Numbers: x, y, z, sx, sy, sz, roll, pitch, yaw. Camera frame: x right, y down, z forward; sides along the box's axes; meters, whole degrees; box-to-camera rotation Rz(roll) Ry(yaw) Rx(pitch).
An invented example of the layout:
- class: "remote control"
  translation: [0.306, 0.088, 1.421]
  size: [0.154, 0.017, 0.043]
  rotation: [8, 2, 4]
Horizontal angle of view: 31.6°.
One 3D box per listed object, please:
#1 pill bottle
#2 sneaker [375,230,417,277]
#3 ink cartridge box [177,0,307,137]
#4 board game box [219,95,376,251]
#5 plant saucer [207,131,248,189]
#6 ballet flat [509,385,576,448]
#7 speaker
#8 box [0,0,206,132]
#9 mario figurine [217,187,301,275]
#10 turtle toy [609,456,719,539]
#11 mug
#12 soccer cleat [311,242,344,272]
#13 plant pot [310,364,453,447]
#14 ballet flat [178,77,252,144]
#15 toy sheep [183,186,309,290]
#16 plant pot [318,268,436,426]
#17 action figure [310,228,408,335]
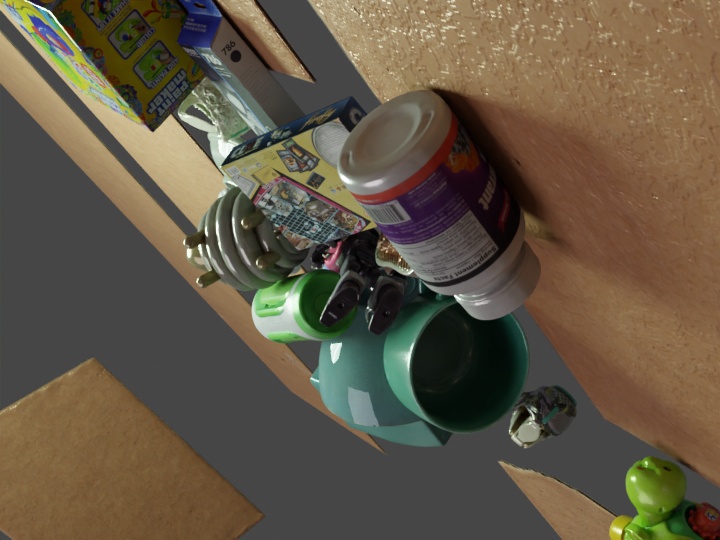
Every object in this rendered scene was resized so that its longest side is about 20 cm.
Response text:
- class: "pill bottle"
  translation: [0.077, -0.050, 1.119]
  size: [0.200, 0.112, 0.111]
  rotation: [49, 166, -32]
- class: "sneaker"
  translation: [0.070, -0.021, 1.333]
  size: [0.079, 0.072, 0.200]
  rotation: [18, -171, -15]
- class: "ink cartridge box"
  translation: [-0.135, -0.216, 1.396]
  size: [0.200, 0.039, 0.099]
  rotation: [50, 167, -29]
- class: "board game box"
  translation: [-0.039, -0.096, 1.329]
  size: [0.199, 0.035, 0.136]
  rotation: [-14, 126, 47]
- class: "plant saucer"
  translation: [-0.119, -0.105, 1.619]
  size: [0.199, 0.051, 0.200]
  rotation: [33, 173, 5]
- class: "ballet flat"
  translation: [0.218, 0.188, 1.604]
  size: [0.072, 0.072, 0.200]
  rotation: [40, 168, 6]
- class: "speaker"
  translation: [-0.071, 0.045, 1.541]
  size: [0.088, 0.089, 0.200]
  rotation: [44, 163, -12]
- class: "box"
  translation: [-0.299, -0.289, 1.463]
  size: [0.199, 0.122, 0.193]
  rotation: [29, 164, 47]
- class: "mario figurine"
  translation: [-0.141, -0.055, 1.797]
  size: [0.122, 0.107, 0.200]
  rotation: [6, 174, 1]
- class: "turtle toy"
  translation: [0.362, 0.298, 1.445]
  size: [0.200, 0.101, 0.145]
  rotation: [48, 167, -22]
- class: "mug"
  translation: [0.107, 0.083, 1.454]
  size: [0.151, 0.187, 0.114]
  rotation: [20, 179, -21]
- class: "soccer cleat"
  translation: [-0.008, -0.016, 1.650]
  size: [0.086, 0.070, 0.200]
  rotation: [26, 171, -5]
- class: "plant pot"
  translation: [0.060, 0.176, 1.912]
  size: [0.199, 0.142, 0.142]
  rotation: [20, 156, 43]
- class: "ballet flat"
  translation: [-0.209, -0.219, 1.556]
  size: [0.199, 0.072, 0.072]
  rotation: [36, 167, 29]
- class: "toy sheep"
  translation: [-0.125, -0.040, 1.515]
  size: [0.198, 0.139, 0.138]
  rotation: [-11, 136, 29]
- class: "plant pot"
  translation: [0.037, 0.079, 1.579]
  size: [0.199, 0.199, 0.136]
  rotation: [28, 136, 48]
- class: "action figure"
  translation: [0.000, 0.000, 1.425]
  size: [0.129, 0.070, 0.200]
  rotation: [24, -158, -9]
